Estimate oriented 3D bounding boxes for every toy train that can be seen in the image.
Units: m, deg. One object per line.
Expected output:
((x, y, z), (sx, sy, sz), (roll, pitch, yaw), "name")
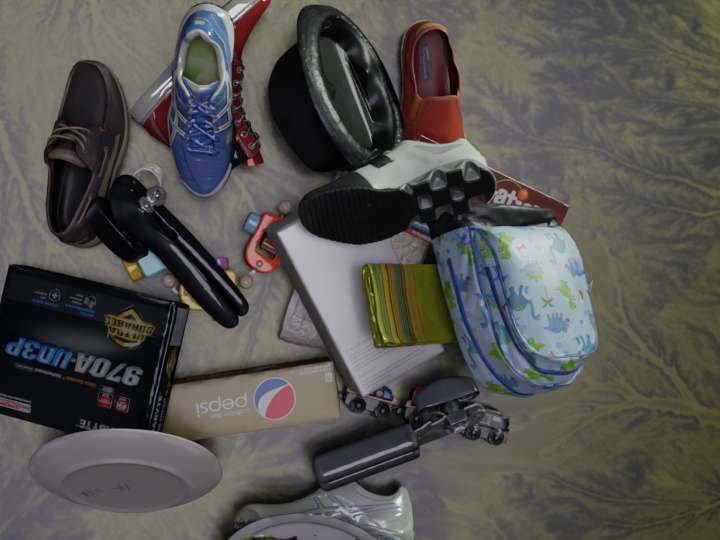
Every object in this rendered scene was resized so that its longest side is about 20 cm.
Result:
((-0.169, -0.030, 1.561), (0.199, 0.056, 0.151), (23, 85, -9), "toy train")
((0.071, 0.153, 1.602), (0.199, 0.034, 0.046), (14, 86, -8), "toy train")

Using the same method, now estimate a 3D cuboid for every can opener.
((-0.192, -0.020, 1.506), (0.200, 0.079, 0.063), (42, 44, -11), "can opener")
((0.039, 0.174, 1.564), (0.199, 0.053, 0.067), (-20, 64, -4), "can opener")

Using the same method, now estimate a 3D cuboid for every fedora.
((-0.036, -0.179, 1.539), (0.091, 0.200, 0.201), (-24, 95, 30), "fedora")

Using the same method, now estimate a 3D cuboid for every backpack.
((0.163, 0.032, 1.497), (0.163, 0.153, 0.201), (3, 84, -39), "backpack")

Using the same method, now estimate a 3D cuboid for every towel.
((0.000, 0.000, 1.590), (0.132, 0.034, 0.201), (18, 89, -7), "towel")
((0.079, 0.033, 1.509), (0.200, 0.018, 0.086), (-1, 79, -47), "towel")

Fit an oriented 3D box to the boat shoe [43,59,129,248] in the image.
((-0.292, -0.124, 1.520), (0.074, 0.073, 0.201), (2, 91, 16), "boat shoe")

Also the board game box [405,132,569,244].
((0.126, -0.064, 1.585), (0.199, 0.019, 0.103), (23, 93, -21), "board game box")

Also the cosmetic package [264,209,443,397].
((-0.007, 0.020, 1.526), (0.107, 0.085, 0.201), (-28, 99, -10), "cosmetic package")

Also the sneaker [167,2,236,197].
((-0.168, -0.170, 1.479), (0.075, 0.077, 0.201), (1, 109, 3), "sneaker")

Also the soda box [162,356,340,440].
((-0.125, 0.140, 1.559), (0.199, 0.068, 0.064), (-9, 92, -7), "soda box")

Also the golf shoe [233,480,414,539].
((-0.038, 0.267, 1.583), (0.199, 0.078, 0.098), (10, 64, -7), "golf shoe")

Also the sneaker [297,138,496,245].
((0.031, -0.087, 1.463), (0.199, 0.089, 0.074), (-12, 131, -6), "sneaker")

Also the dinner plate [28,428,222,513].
((-0.243, 0.215, 1.489), (0.199, 0.200, 0.024), (4, 58, -7), "dinner plate")

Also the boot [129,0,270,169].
((-0.131, -0.195, 1.543), (0.144, 0.072, 0.200), (40, 102, -6), "boot")

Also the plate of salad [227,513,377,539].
((-0.058, 0.337, 1.537), (0.199, 0.048, 0.201), (2, 125, 2), "plate of salad")

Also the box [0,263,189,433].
((-0.291, 0.090, 1.512), (0.199, 0.046, 0.160), (13, 90, 16), "box")

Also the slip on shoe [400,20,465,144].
((0.082, -0.176, 1.585), (0.074, 0.061, 0.201), (-6, 93, -9), "slip on shoe")
